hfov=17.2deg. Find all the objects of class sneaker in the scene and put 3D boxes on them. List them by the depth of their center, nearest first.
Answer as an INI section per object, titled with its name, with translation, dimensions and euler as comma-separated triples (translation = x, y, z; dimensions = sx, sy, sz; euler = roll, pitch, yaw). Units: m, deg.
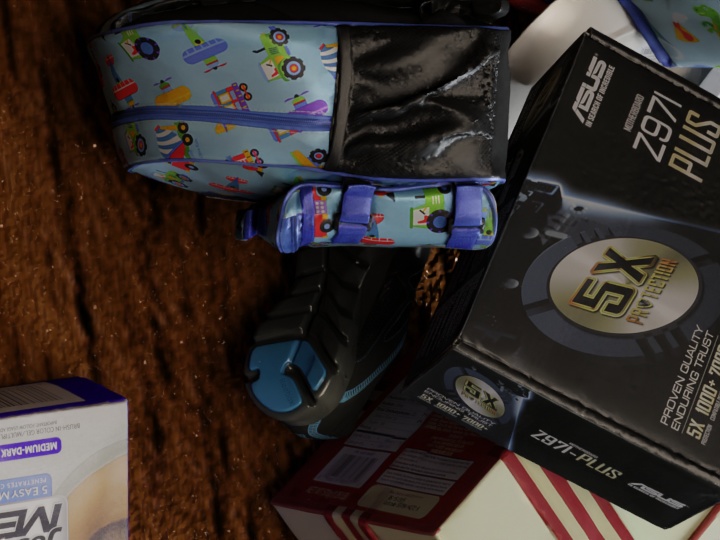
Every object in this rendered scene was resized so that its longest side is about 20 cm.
[sneaker]
translation = 0.000, 0.000, 1.332
dimensions = 0.200, 0.073, 0.082
euler = -62, 152, -11

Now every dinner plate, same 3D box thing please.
[dinner plate]
translation = 0.139, -0.088, 1.365
dimensions = 0.200, 0.024, 0.200
euler = -27, 138, -27

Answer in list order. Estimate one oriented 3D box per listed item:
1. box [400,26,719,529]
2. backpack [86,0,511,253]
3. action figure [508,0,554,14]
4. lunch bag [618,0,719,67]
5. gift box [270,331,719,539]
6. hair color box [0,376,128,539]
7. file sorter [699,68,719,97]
[box]
translation = 0.139, 0.005, 1.234
dimensions = 0.164, 0.086, 0.200
euler = 28, 65, -7
[backpack]
translation = -0.036, -0.077, 1.199
dimensions = 0.200, 0.183, 0.135
euler = 0, 92, -11
[action figure]
translation = 0.132, -0.161, 1.360
dimensions = 0.200, 0.099, 0.065
euler = 29, 83, -31
[lunch bag]
translation = 0.241, -0.212, 1.270
dimensions = 0.200, 0.170, 0.127
euler = -53, 124, -18
[gift box]
translation = 0.075, 0.159, 1.337
dimensions = 0.200, 0.184, 0.187
euler = -45, 115, -20
[hair color box]
translation = -0.180, 0.163, 1.237
dimensions = 0.109, 0.065, 0.200
euler = -7, 105, -33
[file sorter]
translation = 0.236, -0.036, 1.398
dimensions = 0.200, 0.124, 0.139
euler = -51, 162, -14
